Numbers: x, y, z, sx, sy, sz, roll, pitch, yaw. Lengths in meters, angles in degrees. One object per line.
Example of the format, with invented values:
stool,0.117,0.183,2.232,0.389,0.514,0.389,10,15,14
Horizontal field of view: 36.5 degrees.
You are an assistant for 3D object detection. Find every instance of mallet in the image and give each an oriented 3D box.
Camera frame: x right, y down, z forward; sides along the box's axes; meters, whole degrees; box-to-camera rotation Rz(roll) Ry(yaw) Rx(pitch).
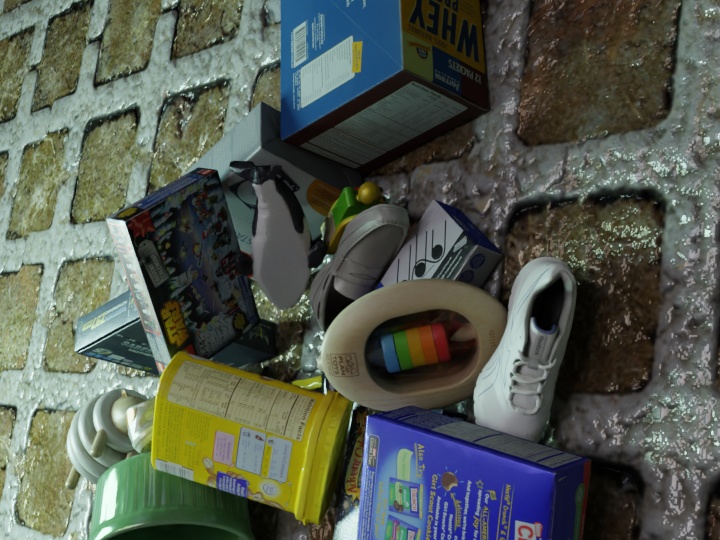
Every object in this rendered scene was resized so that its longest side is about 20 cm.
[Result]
mallet,-0.072,0.127,1.293,0.199,0.041,0.066,-7,72,51

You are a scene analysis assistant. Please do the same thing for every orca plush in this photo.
orca plush,-0.105,-0.051,1.245,0.105,0.201,0.071,-25,40,2

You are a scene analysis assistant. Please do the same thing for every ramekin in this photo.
ramekin,-0.223,0.294,1.288,0.200,0.199,0.098,-37,45,34

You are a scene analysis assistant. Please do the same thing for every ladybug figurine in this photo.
ladybug figurine,0.054,0.070,1.086,0.072,0.198,0.137,-86,-13,-71

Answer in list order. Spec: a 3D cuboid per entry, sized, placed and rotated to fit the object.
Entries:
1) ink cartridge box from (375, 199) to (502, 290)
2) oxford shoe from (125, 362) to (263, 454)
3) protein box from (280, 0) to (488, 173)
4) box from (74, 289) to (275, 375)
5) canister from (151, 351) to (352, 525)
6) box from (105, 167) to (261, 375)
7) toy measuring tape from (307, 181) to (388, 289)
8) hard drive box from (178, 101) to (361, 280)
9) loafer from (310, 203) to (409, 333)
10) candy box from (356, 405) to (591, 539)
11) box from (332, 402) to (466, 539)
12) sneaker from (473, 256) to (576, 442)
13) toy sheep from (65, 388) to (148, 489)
ink cartridge box,0.061,0.034,1.165,0.201,0.044,0.094,-58,41,17
oxford shoe,-0.199,0.150,1.310,0.058,0.199,0.075,49,139,17
protein box,0.021,-0.250,1.236,0.199,0.134,0.200,-22,61,42
box,-0.229,0.084,1.355,0.157,0.199,0.051,-25,56,40
canister,-0.120,0.179,1.183,0.087,0.198,0.150,-61,-15,-58
box,-0.194,0.003,1.229,0.040,0.137,0.201,11,125,42
toy measuring tape,-0.011,-0.038,1.274,0.200,0.073,0.074,121,143,-51
hard drive box,-0.120,-0.089,1.319,0.200,0.155,0.077,-36,42,36
loafer,0.000,0.000,1.204,0.200,0.069,0.070,124,149,-50
candy box,0.097,0.228,0.977,0.199,0.077,0.171,12,102,38
box,0.035,0.241,1.129,0.136,0.038,0.202,-2,76,48
sneaker,0.151,0.083,1.001,0.087,0.074,0.202,50,-128,-87
toy sheep,-0.339,0.235,1.485,0.200,0.137,0.139,-43,49,37
